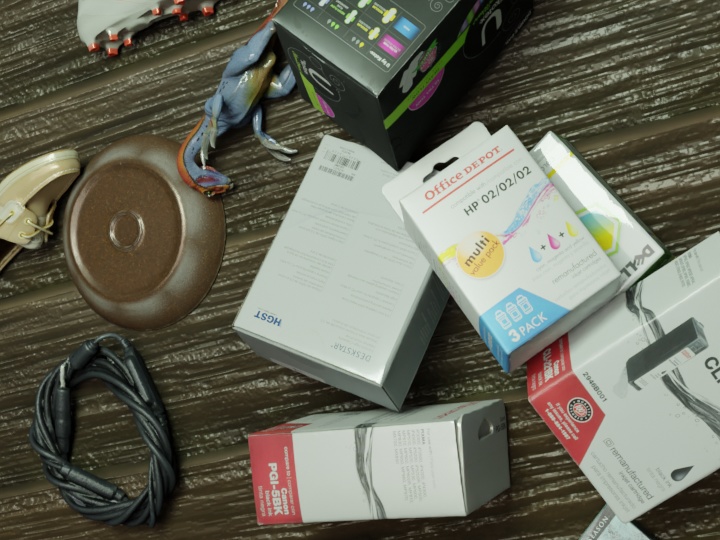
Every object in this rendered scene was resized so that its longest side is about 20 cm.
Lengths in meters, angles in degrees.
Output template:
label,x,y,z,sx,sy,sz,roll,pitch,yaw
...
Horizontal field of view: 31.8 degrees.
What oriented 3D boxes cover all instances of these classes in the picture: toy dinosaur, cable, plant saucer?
label,x,y,z,sx,sy,sz,roll,pitch,yaw
toy dinosaur,-0.113,-0.165,1.243,0.180,0.105,0.202,-32,44,25
cable,-0.266,0.178,1.298,0.162,0.051,0.202,-32,78,19
plant saucer,-0.233,-0.040,1.297,0.197,0.037,0.204,-1,89,24

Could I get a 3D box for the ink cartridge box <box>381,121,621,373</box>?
label,x,y,z,sx,sy,sz,roll,pitch,yaw
ink cartridge box,0.110,-0.034,1.049,0.114,0.068,0.201,-34,71,-4

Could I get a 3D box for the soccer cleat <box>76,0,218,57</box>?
label,x,y,z,sx,sy,sz,roll,pitch,yaw
soccer cleat,-0.209,-0.285,1.276,0.197,0.069,0.079,-18,79,24

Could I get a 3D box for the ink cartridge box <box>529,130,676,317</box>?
label,x,y,z,sx,sy,sz,roll,pitch,yaw
ink cartridge box,0.200,-0.012,1.099,0.104,0.059,0.201,-45,73,16

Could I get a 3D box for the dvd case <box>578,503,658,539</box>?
label,x,y,z,sx,sy,sz,roll,pitch,yaw
dvd case,0.251,0.320,1.093,0.199,0.022,0.147,41,104,19

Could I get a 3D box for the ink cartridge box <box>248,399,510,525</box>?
label,x,y,z,sx,sy,sz,roll,pitch,yaw
ink cartridge box,0.021,0.170,1.125,0.197,0.146,0.084,-7,88,23

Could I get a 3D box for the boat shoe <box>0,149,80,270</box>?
label,x,y,z,sx,sy,sz,roll,pitch,yaw
boat shoe,-0.357,-0.052,1.333,0.199,0.073,0.070,-36,77,28

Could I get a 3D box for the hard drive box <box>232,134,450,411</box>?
label,x,y,z,sx,sy,sz,roll,pitch,yaw
hard drive box,0.000,0.000,1.138,0.154,0.077,0.202,20,74,22

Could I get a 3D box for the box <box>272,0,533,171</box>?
label,x,y,z,sx,sy,sz,roll,pitch,yaw
box,0.042,-0.220,1.092,0.124,0.149,0.201,37,80,19

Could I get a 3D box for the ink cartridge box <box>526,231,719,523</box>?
label,x,y,z,sx,sy,sz,roll,pitch,yaw
ink cartridge box,0.256,0.088,1.034,0.199,0.084,0.145,-36,103,17
